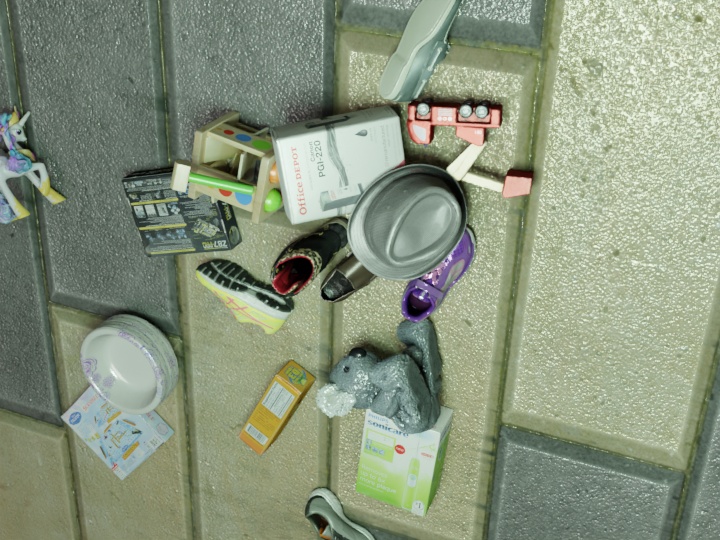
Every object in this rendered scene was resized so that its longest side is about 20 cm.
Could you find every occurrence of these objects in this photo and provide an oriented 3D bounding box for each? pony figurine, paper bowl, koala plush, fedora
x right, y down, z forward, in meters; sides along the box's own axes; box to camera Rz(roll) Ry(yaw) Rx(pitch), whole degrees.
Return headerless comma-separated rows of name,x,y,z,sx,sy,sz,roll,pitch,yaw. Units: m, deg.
pony figurine,-0.696,-0.196,1.831,0.192,0.167,0.201,-22,103,-1
paper bowl,-0.459,0.183,1.919,0.199,0.104,0.202,10,119,19
koala plush,0.030,0.198,1.659,0.199,0.177,0.185,-4,117,26
fedora,0.083,-0.067,1.465,0.200,0.090,0.177,-38,109,1

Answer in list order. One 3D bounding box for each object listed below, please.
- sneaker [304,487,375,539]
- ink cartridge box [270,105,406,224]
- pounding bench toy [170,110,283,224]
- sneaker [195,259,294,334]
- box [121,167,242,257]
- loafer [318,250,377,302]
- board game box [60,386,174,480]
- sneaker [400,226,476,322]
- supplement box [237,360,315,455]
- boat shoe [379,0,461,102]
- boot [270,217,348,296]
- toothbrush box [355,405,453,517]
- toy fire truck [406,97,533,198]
sneaker,-0.042,0.538,1.918,0.200,0.079,0.074,47,122,-4
ink cartridge box,-0.032,-0.169,1.502,0.199,0.085,0.147,-11,113,-5
pounding bench toy,-0.202,-0.158,1.572,0.155,0.200,0.125,22,122,14
sneaker,-0.226,0.056,1.764,0.199,0.078,0.091,30,126,8
box,-0.331,-0.111,1.747,0.199,0.049,0.162,-4,111,27
loafer,0.000,0.000,1.633,0.073,0.071,0.200,44,124,-1
board game box,-0.534,0.337,2.068,0.200,0.041,0.200,47,124,-3
sneaker,0.123,0.011,1.572,0.080,0.088,0.201,33,121,9
supplement box,-0.165,0.269,1.849,0.069,0.067,0.200,39,124,6
boat shoe,0.101,-0.342,1.436,0.061,0.073,0.200,14,123,-33
boot,-0.110,-0.005,1.634,0.199,0.151,0.073,-31,100,33
toothbrush box,0.080,0.336,1.757,0.145,0.086,0.201,17,119,16
toy fire truck,0.169,-0.189,1.460,0.199,0.049,0.142,4,110,12
